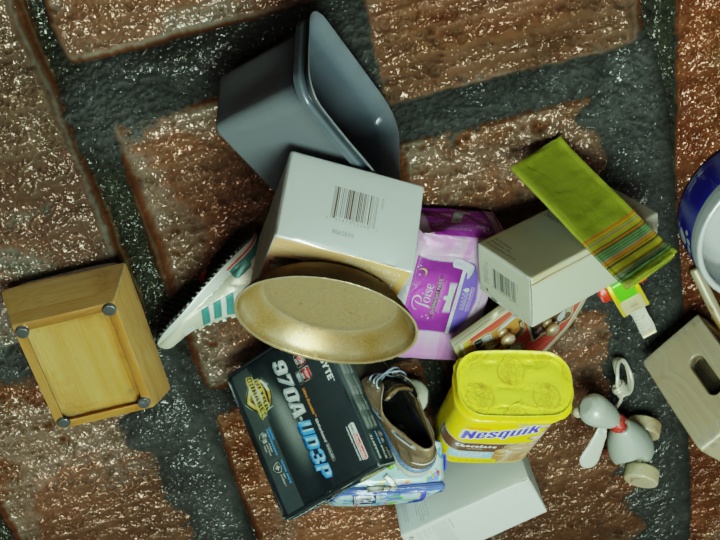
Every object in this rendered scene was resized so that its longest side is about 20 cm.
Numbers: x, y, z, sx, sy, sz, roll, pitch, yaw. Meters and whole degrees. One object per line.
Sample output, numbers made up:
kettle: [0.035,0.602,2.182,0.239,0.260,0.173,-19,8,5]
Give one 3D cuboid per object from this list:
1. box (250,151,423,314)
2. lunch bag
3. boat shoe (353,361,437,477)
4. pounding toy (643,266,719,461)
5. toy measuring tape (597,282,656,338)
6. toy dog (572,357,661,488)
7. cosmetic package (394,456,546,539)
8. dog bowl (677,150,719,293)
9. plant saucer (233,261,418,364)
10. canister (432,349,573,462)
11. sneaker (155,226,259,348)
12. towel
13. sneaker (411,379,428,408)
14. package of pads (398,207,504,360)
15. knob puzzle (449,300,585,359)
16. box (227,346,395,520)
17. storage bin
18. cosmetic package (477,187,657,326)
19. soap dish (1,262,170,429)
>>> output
box: [-0.033,-0.019,1.184,0.150,0.108,0.200,13,151,-9]
lunch bag: [0.028,0.271,1.439,0.158,0.084,0.200,-2,166,-11]
boat shoe: [0.038,0.157,1.347,0.072,0.201,0.073,-25,156,-28]
pounding toy: [0.485,0.136,1.433,0.183,0.201,0.142,28,117,-40]
toy measuring tape: [0.346,0.023,1.408,0.073,0.074,0.200,-30,145,12]
toy dog: [0.348,0.228,1.511,0.095,0.132,0.201,-12,123,39]
cosmetic package: [0.152,0.323,1.537,0.198,0.108,0.085,-25,124,10]
dog bowl: [0.504,-0.064,1.349,0.197,0.079,0.202,-4,123,-6]
plant saucer: [-0.034,0.041,1.142,0.197,0.036,0.201,7,151,4]
canister: [0.177,0.181,1.387,0.146,0.088,0.201,1,153,-7]
sneaker: [-0.168,0.042,1.326,0.093,0.071,0.200,38,108,-21]
towel: [0.268,-0.070,1.241,0.086,0.200,0.018,-30,157,-26]
sneaker: [-0.008,0.164,1.420,0.197,0.071,0.094,-8,128,1]
package of pads: [0.098,0.020,1.347,0.119,0.076,0.202,3,124,-16]
knob puzzle: [0.219,0.080,1.383,0.218,0.031,0.221,-25,146,-17]
box: [-0.065,0.186,1.343,0.158,0.202,0.046,-32,162,24]
storage bin: [-0.060,-0.166,1.169,0.133,0.147,0.200,-17,142,23]
cosmetic package: [0.247,-0.022,1.281,0.198,0.103,0.074,-27,128,-24]
soap dish: [-0.338,0.098,1.333,0.155,0.082,0.202,-12,123,0]
